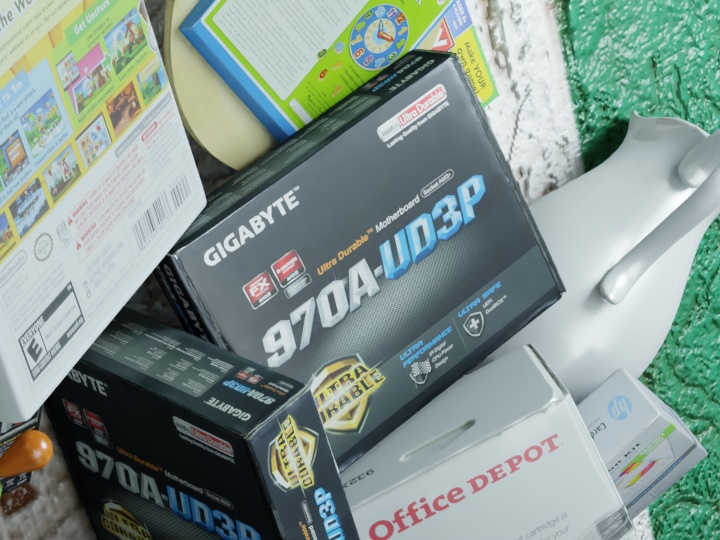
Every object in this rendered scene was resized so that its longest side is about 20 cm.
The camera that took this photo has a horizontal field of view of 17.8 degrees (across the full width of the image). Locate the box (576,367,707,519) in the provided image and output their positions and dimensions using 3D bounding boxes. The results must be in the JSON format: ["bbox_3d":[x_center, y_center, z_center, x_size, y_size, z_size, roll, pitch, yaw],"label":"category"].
[{"bbox_3d":[0.130,0.137,1.408,0.156,0.041,0.200,-42,160,5],"label":"box"}]

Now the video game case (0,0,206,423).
[{"bbox_3d":[-0.145,-0.060,1.079,0.200,0.023,0.183,-54,136,-50],"label":"video game case"}]

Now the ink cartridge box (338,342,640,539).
[{"bbox_3d":[0.079,0.165,1.268,0.144,0.084,0.201,-27,113,-1],"label":"ink cartridge box"}]

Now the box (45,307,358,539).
[{"bbox_3d":[-0.084,0.108,1.202,0.046,0.199,0.160,-36,127,-29],"label":"box"}]

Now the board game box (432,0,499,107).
[{"bbox_3d":[-0.007,-0.143,1.287,0.134,0.029,0.201,-38,127,-19],"label":"board game box"}]

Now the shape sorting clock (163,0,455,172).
[{"bbox_3d":[-0.026,-0.145,1.225,0.199,0.039,0.201,-24,130,-31],"label":"shape sorting clock"}]

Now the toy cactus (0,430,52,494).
[{"bbox_3d":[-0.173,0.165,1.103,0.102,0.200,0.166,-23,76,-17],"label":"toy cactus"}]

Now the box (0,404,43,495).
[{"bbox_3d":[-0.250,0.088,1.123,0.199,0.050,0.158,-26,154,-28],"label":"box"}]

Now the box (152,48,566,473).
[{"bbox_3d":[0.000,0.000,1.240,0.199,0.046,0.160,-36,114,-21],"label":"box"}]

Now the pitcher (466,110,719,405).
[{"bbox_3d":[0.152,-0.007,1.376,0.121,0.172,0.200,42,77,-6],"label":"pitcher"}]
